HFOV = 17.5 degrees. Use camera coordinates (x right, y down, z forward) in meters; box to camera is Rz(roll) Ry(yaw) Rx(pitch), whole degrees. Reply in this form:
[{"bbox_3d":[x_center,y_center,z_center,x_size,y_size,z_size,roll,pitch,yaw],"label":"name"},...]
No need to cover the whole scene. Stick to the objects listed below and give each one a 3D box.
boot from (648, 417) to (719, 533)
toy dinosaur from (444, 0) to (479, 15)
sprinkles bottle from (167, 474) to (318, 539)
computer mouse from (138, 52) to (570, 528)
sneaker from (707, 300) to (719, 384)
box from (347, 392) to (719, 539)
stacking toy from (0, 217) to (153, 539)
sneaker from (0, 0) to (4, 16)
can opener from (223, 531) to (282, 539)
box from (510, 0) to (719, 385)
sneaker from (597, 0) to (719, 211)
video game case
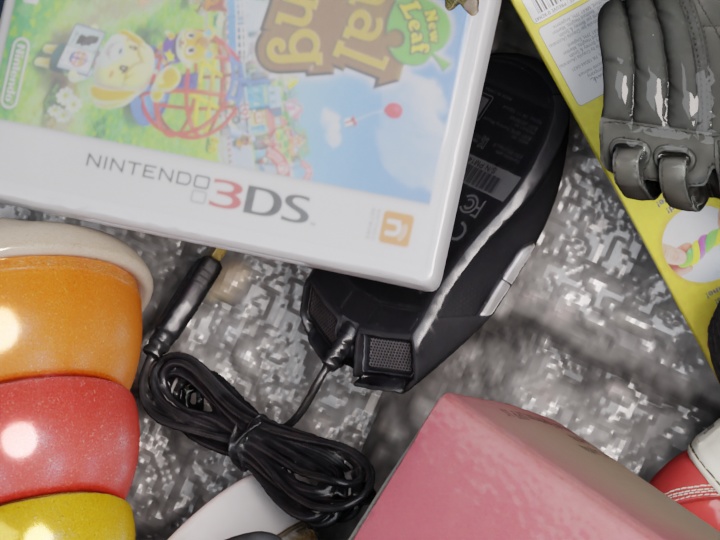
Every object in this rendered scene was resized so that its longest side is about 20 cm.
[{"bbox_3d":[0.151,0.174,0.862,0.144,0.072,0.200,-45,72,10],"label":"boot"},{"bbox_3d":[0.039,-0.138,0.801,0.199,0.102,0.077,16,111,28],"label":"toy dinosaur"},{"bbox_3d":[0.002,0.172,0.896,0.068,0.068,0.200,-44,78,7],"label":"sprinkles bottle"},{"bbox_3d":[0.000,0.000,0.922,0.140,0.046,0.200,21,77,40],"label":"computer mouse"},{"bbox_3d":[0.214,0.056,0.842,0.200,0.074,0.081,32,80,-9],"label":"sneaker"},{"bbox_3d":[0.097,0.141,0.783,0.200,0.128,0.109,33,95,23],"label":"box"},{"bbox_3d":[-0.133,0.094,0.880,0.146,0.146,0.201,-19,71,12],"label":"stacking toy"},{"bbox_3d":[-0.070,-0.058,0.929,0.200,0.070,0.082,36,120,26],"label":"sneaker"},{"bbox_3d":[-0.069,0.172,0.884,0.200,0.053,0.067,-51,44,39],"label":"can opener"},{"bbox_3d":[0.151,-0.046,0.864,0.117,0.048,0.200,-27,97,10],"label":"box"},{"bbox_3d":[0.140,-0.022,0.794,0.099,0.071,0.201,-20,74,14],"label":"sneaker"},{"bbox_3d":[-0.039,-0.108,0.859,0.181,0.022,0.201,12,85,10],"label":"video game case"}]
